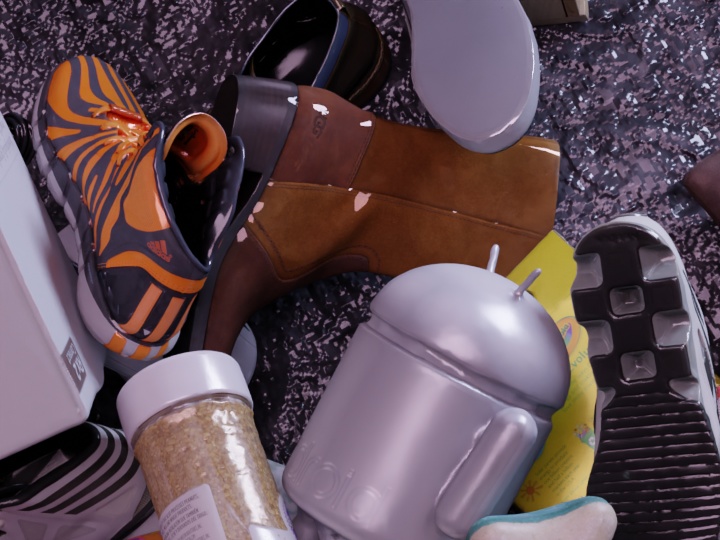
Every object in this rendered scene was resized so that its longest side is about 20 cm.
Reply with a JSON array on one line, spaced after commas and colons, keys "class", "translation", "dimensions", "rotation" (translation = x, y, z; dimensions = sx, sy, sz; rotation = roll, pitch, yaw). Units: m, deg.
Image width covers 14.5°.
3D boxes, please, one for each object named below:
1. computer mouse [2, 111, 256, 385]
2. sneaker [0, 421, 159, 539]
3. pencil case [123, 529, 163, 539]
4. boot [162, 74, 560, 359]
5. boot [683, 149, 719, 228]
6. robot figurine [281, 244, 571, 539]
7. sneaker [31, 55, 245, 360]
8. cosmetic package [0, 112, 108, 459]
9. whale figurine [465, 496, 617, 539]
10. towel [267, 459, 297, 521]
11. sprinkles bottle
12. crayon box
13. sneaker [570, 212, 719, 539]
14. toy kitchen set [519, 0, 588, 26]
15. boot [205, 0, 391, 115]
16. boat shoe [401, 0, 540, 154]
[{"class": "computer mouse", "translation": [-0.142, 0.009, 1.558], "dimensions": [0.200, 0.044, 0.110], "rotation": [33, 84, -9]}, {"class": "sneaker", "translation": [-0.198, 0.142, 1.515], "dimensions": [0.200, 0.115, 0.076], "rotation": [-39, 47, 16]}, {"class": "pencil case", "translation": [-0.169, 0.182, 1.448], "dimensions": [0.200, 0.087, 0.088], "rotation": [-5, 71, -23]}, {"class": "boot", "translation": [0.000, 0.000, 1.542], "dimensions": [0.200, 0.068, 0.189], "rotation": [13, 89, -21]}, {"class": "boot", "translation": [0.225, 0.011, 1.496], "dimensions": [0.200, 0.072, 0.166], "rotation": [-31, 62, -27]}, {"class": "robot figurine", "translation": [0.035, 0.081, 1.453], "dimensions": [0.200, 0.113, 0.170], "rotation": [-63, 32, 2]}, {"class": "sneaker", "translation": [-0.109, -0.059, 1.489], "dimensions": [0.112, 0.077, 0.200], "rotation": [-52, 44, 37]}, {"class": "cosmetic package", "translation": [-0.254, 0.026, 1.452], "dimensions": [0.200, 0.165, 0.165], "rotation": [-25, 102, 3]}, {"class": "whale figurine", "translation": [0.083, 0.187, 1.438], "dimensions": [0.159, 0.200, 0.104], "rotation": [-11, 36, -12]}, {"class": "towel", "translation": [-0.068, 0.202, 1.530], "dimensions": [0.171, 0.048, 0.200], "rotation": [21, 79, 15]}, {"class": "sprinkles bottle", "translation": [-0.064, 0.140, 1.419], "dimensions": [0.068, 0.068, 0.200], "rotation": [-23, 64, 4]}, {"class": "crayon box", "translation": [0.135, 0.090, 1.520], "dimensions": [0.127, 0.051, 0.200], "rotation": [-44, 72, -4]}, {"class": "sneaker", "translation": [0.155, 0.067, 1.462], "dimensions": [0.074, 0.089, 0.200], "rotation": [-2, 99, 16]}, {"class": "toy kitchen set", "translation": [0.155, -0.263, 1.556], "dimensions": [0.180, 0.163, 0.200], "rotation": [-5, 74, 9]}, {"class": "boot", "translation": [-0.069, -0.080, 1.582], "dimensions": [0.075, 0.097, 0.200], "rotation": [40, 85, 17]}, {"class": "boat shoe", "translation": [0.057, -0.129, 1.559], "dimensions": [0.072, 0.066, 0.200], "rotation": [-30, 47, 5]}]
